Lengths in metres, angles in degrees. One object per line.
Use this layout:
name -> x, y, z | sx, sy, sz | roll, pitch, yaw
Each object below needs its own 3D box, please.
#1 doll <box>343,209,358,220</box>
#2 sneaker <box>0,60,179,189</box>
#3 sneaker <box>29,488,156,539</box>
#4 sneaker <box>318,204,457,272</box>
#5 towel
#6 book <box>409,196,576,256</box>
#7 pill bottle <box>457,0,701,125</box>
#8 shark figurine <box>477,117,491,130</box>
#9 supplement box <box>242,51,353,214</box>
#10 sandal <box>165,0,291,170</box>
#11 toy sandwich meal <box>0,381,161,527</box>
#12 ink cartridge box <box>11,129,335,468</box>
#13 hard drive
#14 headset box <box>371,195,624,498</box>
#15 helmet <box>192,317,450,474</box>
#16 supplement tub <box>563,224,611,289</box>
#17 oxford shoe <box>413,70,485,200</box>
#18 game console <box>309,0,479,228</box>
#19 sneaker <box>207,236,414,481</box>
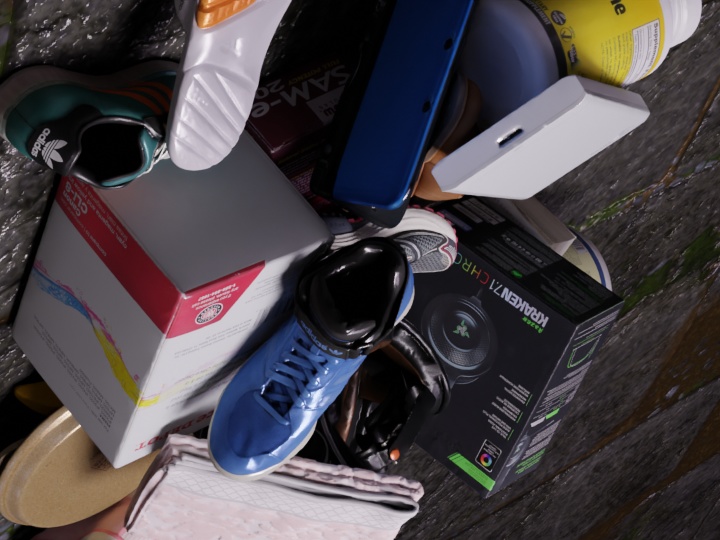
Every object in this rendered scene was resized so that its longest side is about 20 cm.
doll -> 0.015, -0.095, 1.712 | 0.200, 0.048, 0.137 | 109, 3, -52
sneaker -> -0.154, -0.089, 1.437 | 0.200, 0.080, 0.071 | -9, 137, -53
sneaker -> -0.222, 0.230, 1.889 | 0.200, 0.075, 0.105 | -23, -155, 55
sneaker -> 0.000, 0.000, 1.670 | 0.200, 0.075, 0.081 | -9, 161, -45
towel -> -0.069, 0.183, 1.649 | 0.199, 0.032, 0.191 | 12, 155, -10
book -> 0.081, 0.001, 1.921 | 0.048, 0.134, 0.200 | -15, 146, -54
pill bottle -> 0.177, -0.193, 1.742 | 0.200, 0.112, 0.113 | -26, 154, -34
shark figurine -> 0.138, -0.132, 1.832 | 0.214, 0.090, 0.128 | -22, 153, -35
supplement box -> -0.063, -0.065, 1.658 | 0.109, 0.061, 0.200 | -28, 155, -33
sandal -> -0.094, -0.168, 1.401 | 0.079, 0.059, 0.207 | 5, 112, -46
toy sandwich meal -> -0.218, 0.126, 1.764 | 0.205, 0.070, 0.205 | -31, 154, -17
ink cartridge box -> -0.140, 0.012, 1.566 | 0.145, 0.145, 0.200 | -23, 151, -39
hard drive -> 0.144, -0.101, 1.688 | 0.132, 0.026, 0.200 | -34, 168, 18
headset box -> 0.096, 0.067, 1.839 | 0.093, 0.174, 0.200 | -22, 144, -54
helmet -> -0.045, 0.112, 1.758 | 0.190, 0.201, 0.200 | -8, -174, 44
supplement tub -> 0.131, 0.031, 2.042 | 0.200, 0.145, 0.145 | -9, 142, -52
oxford shoe -> 0.077, -0.106, 1.724 | 0.200, 0.071, 0.072 | 116, -14, -74
game console -> 0.054, -0.129, 1.549 | 0.171, 0.118, 0.201 | 24, 85, -58
sneaker -> -0.037, 0.057, 1.513 | 0.200, 0.077, 0.111 | -45, 168, -10
